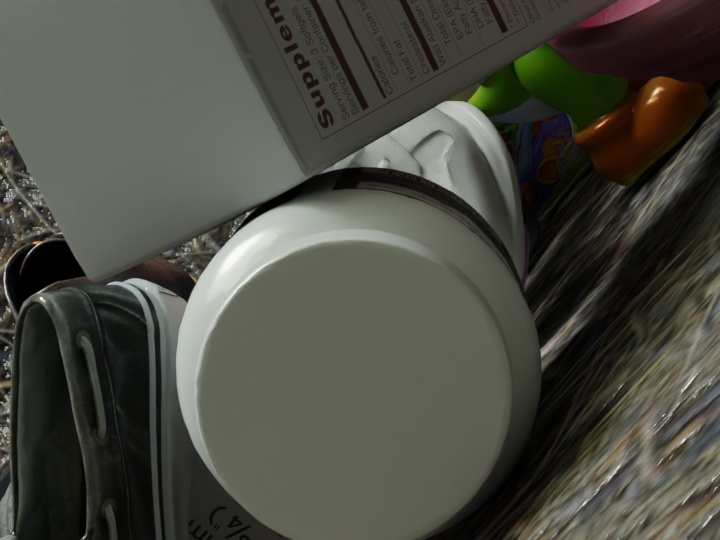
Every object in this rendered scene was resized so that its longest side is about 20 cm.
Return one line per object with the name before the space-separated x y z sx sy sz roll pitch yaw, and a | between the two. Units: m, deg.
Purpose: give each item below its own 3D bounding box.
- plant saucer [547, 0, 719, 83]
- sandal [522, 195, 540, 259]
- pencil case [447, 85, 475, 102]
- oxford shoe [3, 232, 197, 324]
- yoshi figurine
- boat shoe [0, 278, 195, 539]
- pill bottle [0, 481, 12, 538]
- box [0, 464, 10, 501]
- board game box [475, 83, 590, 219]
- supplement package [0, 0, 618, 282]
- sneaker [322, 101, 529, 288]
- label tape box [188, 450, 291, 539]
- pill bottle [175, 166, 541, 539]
plant saucer | 0.154 -0.140 1.100 0.201 0.051 0.201 -40 20 18
sandal | 0.000 -0.001 1.312 0.200 0.075 0.048 -32 -23 -35
pencil case | 0.006 -0.099 1.308 0.078 0.089 0.200 -44 34 42
oxford shoe | -0.107 0.009 1.233 0.071 0.073 0.200 -31 13 1
yoshi figurine | 0.068 -0.137 1.224 0.112 0.200 0.112 -50 2 -19
boat shoe | -0.100 0.102 1.048 0.072 0.071 0.200 -8 81 51
pill bottle | -0.107 0.118 1.349 0.113 0.113 0.200 -52 -2 -27
box | -0.167 0.182 1.482 0.200 0.122 0.106 -52 1 -36
board game box | 0.017 -0.022 1.423 0.200 0.045 0.134 -50 -30 3
supplement package | -0.022 -0.097 1.022 0.117 0.117 0.200 -23 6 44
sneaker | -0.008 -0.049 1.173 0.100 0.200 0.075 -17 -38 -27
label tape box | -0.068 0.098 1.165 0.200 0.063 0.144 -50 9 7
pill bottle | 0.000 0.028 0.974 0.116 0.116 0.200 -50 2 5
